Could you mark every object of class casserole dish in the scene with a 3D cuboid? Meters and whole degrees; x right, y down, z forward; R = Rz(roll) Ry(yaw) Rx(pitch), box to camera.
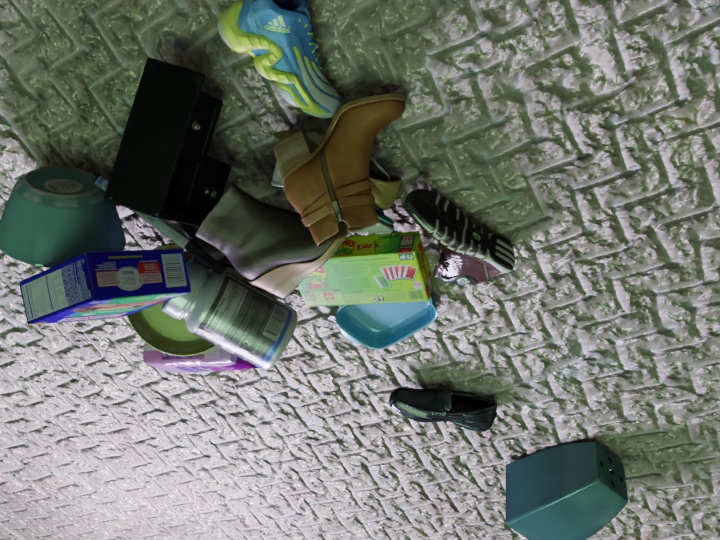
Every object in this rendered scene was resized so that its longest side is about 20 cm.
[{"bbox_3d":[0.044,0.065,1.391,0.121,0.039,0.200,38,132,-20],"label":"casserole dish"}]

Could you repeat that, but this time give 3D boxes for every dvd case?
[{"bbox_3d":[-0.308,-0.069,1.272,0.200,0.018,0.143,34,174,19],"label":"dvd case"}]

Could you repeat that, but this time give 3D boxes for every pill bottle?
[{"bbox_3d":[-0.213,0.070,1.342,0.200,0.114,0.114,30,135,-14],"label":"pill bottle"}]

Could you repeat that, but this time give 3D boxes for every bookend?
[{"bbox_3d":[-0.245,-0.170,1.176,0.092,0.199,0.200,19,-177,17],"label":"bookend"}]

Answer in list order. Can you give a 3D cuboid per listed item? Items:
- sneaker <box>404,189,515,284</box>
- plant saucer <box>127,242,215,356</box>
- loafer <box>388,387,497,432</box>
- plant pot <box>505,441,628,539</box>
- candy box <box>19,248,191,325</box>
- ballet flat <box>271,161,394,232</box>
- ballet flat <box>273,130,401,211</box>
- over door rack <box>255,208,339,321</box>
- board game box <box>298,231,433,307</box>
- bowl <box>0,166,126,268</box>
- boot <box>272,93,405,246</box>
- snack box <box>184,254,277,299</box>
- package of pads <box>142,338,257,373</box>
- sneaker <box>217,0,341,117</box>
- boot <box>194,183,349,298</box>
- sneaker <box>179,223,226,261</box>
[{"bbox_3d":[0.126,-0.033,1.240,0.200,0.076,0.115,33,138,-16],"label":"sneaker"},{"bbox_3d":[-0.307,0.048,1.426,0.199,0.031,0.201,-1,101,-5],"label":"plant saucer"},{"bbox_3d":[0.153,0.245,1.521,0.200,0.068,0.071,11,129,-1],"label":"loafer"},{"bbox_3d":[0.398,0.421,1.572,0.141,0.142,0.200,37,126,-20],"label":"plant pot"},{"bbox_3d":[-0.386,0.026,1.242,0.200,0.077,0.169,-16,172,41],"label":"candy box"},{"bbox_3d":[-0.045,-0.098,1.211,0.200,0.069,0.069,34,136,1],"label":"ballet flat"},{"bbox_3d":[-0.028,-0.160,1.181,0.200,0.069,0.063,30,109,-17],"label":"ballet flat"},{"bbox_3d":[-0.068,-0.022,1.316,0.147,0.067,0.200,24,136,-8],"label":"over door rack"},{"bbox_3d":[0.000,0.000,1.236,0.199,0.048,0.102,-4,132,19],"label":"board game box"},{"bbox_3d":[-0.472,-0.096,1.305,0.200,0.201,0.105,14,116,4],"label":"bowl"},{"bbox_3d":[-0.007,-0.135,1.093,0.199,0.156,0.077,-24,169,1],"label":"boot"},{"bbox_3d":[-0.239,0.017,1.393,0.199,0.024,0.072,6,110,-6],"label":"snack box"},{"bbox_3d":[-0.288,0.147,1.526,0.199,0.076,0.120,-5,167,23],"label":"package of pads"},{"bbox_3d":[-0.080,-0.282,1.053,0.200,0.076,0.105,33,124,-31],"label":"sneaker"},{"bbox_3d":[-0.116,-0.067,1.154,0.166,0.072,0.200,40,112,-15],"label":"boot"},{"bbox_3d":[-0.210,-0.048,1.326,0.200,0.075,0.116,27,150,22],"label":"sneaker"}]
